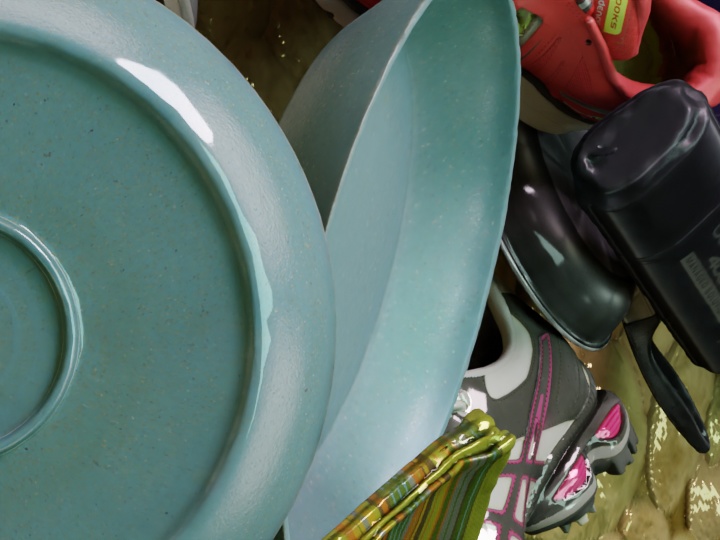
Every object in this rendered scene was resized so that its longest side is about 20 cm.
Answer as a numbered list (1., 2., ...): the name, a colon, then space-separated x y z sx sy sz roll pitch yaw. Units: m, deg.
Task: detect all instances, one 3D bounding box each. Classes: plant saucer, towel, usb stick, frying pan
1. plant saucer: 0.000 0.000 0.824 0.200 0.036 0.200 15 90 -74
2. plant saucer: -0.104 0.016 0.686 0.027 0.200 0.200 -157 -118 -83
3. towel: -0.024 0.120 0.786 0.200 0.018 0.086 -38 151 -41
4. usb stick: 0.121 -0.012 0.978 0.055 0.033 0.200 -43 152 0
5. frying pan: 0.089 0.006 1.006 0.190 0.031 0.115 59 22 -12

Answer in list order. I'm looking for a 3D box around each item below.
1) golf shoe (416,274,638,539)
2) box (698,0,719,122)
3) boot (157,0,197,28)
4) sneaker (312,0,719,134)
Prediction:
1. golf shoe: 0.025 0.087 0.932 0.088 0.077 0.200 57 37 -23
2. box: 0.168 -0.119 1.063 0.104 0.148 0.200 0 87 -52
3. boot: -0.049 -0.173 0.842 0.200 0.073 0.182 -45 124 -45
4. sneaker: 0.056 -0.102 0.892 0.200 0.085 0.077 22 77 -47
